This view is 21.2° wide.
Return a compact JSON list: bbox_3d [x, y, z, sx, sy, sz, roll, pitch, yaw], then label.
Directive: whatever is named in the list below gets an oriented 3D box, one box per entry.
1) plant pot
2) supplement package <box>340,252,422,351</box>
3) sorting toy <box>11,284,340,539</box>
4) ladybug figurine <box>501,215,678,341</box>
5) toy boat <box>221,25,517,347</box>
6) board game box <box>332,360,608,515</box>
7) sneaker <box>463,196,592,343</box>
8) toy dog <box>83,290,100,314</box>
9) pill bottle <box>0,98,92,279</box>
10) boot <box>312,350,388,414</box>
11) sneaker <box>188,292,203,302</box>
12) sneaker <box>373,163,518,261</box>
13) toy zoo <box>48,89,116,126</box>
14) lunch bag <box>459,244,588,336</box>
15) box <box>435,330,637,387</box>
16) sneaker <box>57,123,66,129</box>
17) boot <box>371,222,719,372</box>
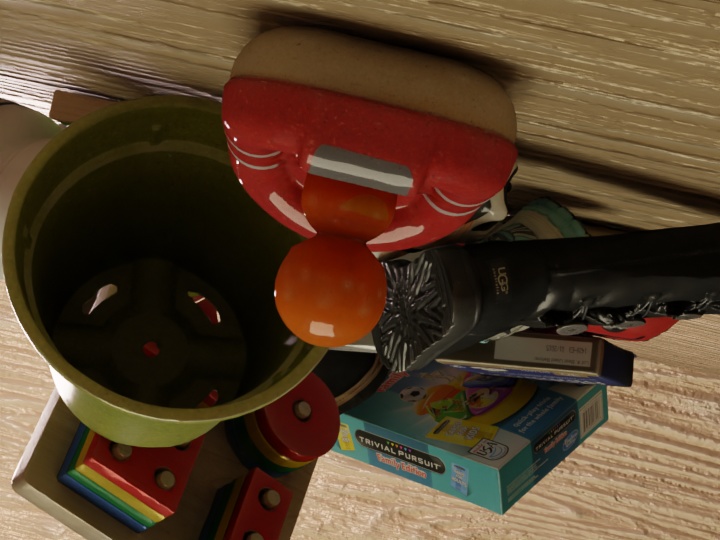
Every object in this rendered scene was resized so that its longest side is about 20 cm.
[{"bbox_3d":[-0.120,0.023,1.175,0.200,0.201,0.184,13,156,-8],"label":"plant pot"},{"bbox_3d":[0.000,0.000,1.377,0.117,0.117,0.200,5,176,0],"label":"supplement package"},{"bbox_3d":[-0.109,0.113,1.324,0.200,0.199,0.070,37,137,-20],"label":"sorting toy"},{"bbox_3d":[0.159,0.008,1.382,0.136,0.072,0.200,16,175,-38],"label":"ladybug figurine"},{"bbox_3d":[-0.005,-0.029,0.881,0.130,0.131,0.200,13,177,-1],"label":"toy boat"},{"bbox_3d":[0.075,0.112,1.558,0.200,0.047,0.151,17,-144,36],"label":"board game box"},{"bbox_3d":[0.084,0.011,1.290,0.078,0.086,0.200,51,160,6],"label":"sneaker"},{"bbox_3d":[-0.201,0.011,1.662,0.139,0.194,0.200,22,-166,-8],"label":"toy dog"},{"bbox_3d":[-0.260,-0.059,1.300,0.200,0.120,0.120,19,-178,40],"label":"pill bottle"},{"bbox_3d":[-0.044,0.027,1.534,0.077,0.138,0.200,-28,-161,6],"label":"boot"},{"bbox_3d":[-0.111,-0.019,1.371,0.078,0.090,0.200,27,-179,18],"label":"sneaker"},{"bbox_3d":[0.041,-0.037,1.095,0.080,0.074,0.200,11,177,-3],"label":"sneaker"},{"bbox_3d":[-0.123,-0.086,1.336,0.131,0.020,0.200,13,177,9],"label":"toy zoo"},{"bbox_3d":[0.111,0.018,1.625,0.176,0.082,0.200,11,174,1],"label":"lunch bag"},{"bbox_3d":[0.140,0.068,1.472,0.121,0.032,0.200,4,176,17],"label":"box"},{"bbox_3d":[-0.153,-0.049,1.500,0.116,0.074,0.200,25,-177,34],"label":"sneaker"},{"bbox_3d":[0.118,0.010,1.109,0.200,0.066,0.165,-9,178,-18],"label":"boot"}]
